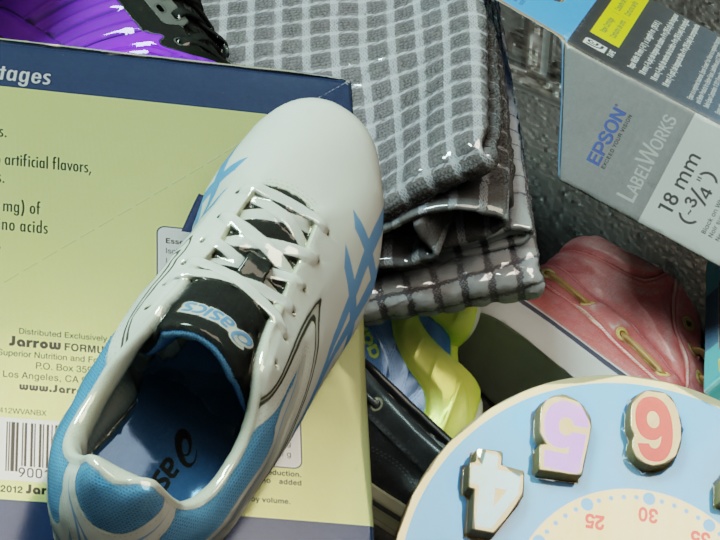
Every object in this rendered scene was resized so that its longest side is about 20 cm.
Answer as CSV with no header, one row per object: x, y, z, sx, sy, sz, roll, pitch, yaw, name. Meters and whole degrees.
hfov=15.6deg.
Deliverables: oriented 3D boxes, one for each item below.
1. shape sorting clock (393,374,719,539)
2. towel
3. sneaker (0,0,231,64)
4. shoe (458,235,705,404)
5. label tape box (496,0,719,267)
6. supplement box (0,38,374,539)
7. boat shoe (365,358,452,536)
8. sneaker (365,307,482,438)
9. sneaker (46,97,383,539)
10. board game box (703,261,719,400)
0.107,0.132,0.996,0.198,0.039,0.202,5,68,-12,shape sorting clock
-0.011,-0.065,1.162,0.164,0.086,0.201,-9,41,5,towel
-0.089,-0.094,1.089,0.070,0.199,0.100,43,69,-48,sneaker
0.143,0.063,1.210,0.200,0.072,0.091,40,52,21,shoe
0.145,-0.069,1.213,0.199,0.064,0.144,29,22,4,label tape box
-0.107,0.038,0.953,0.198,0.134,0.201,6,60,-14,supplement box
0.052,0.095,1.072,0.199,0.063,0.075,30,-4,26,boat shoe
0.000,0.000,1.188,0.104,0.076,0.201,13,51,-22,sneaker
-0.040,0.016,0.865,0.071,0.073,0.201,27,56,0,sneaker
0.242,0.082,1.229,0.200,0.047,0.151,45,21,-10,board game box
